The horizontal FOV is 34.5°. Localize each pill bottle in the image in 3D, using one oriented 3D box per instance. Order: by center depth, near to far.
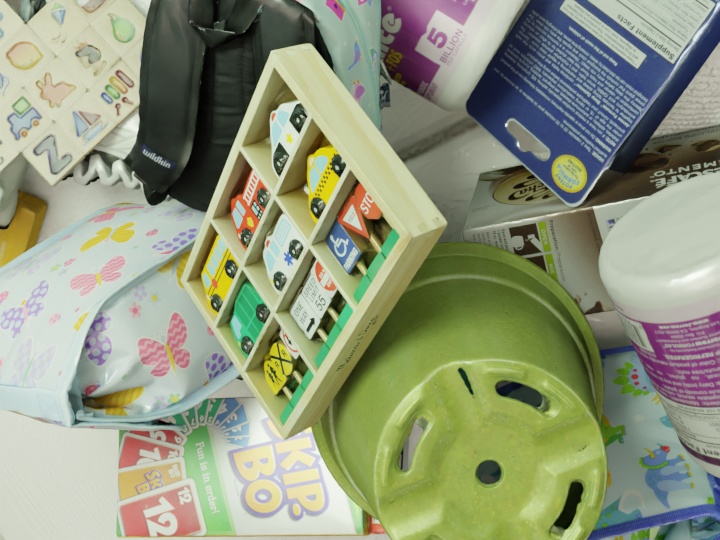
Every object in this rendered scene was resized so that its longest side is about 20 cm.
[{"bbox_3d":[0.229,0.053,0.690,0.111,0.113,0.201,-22,116,21],"label":"pill bottle"},{"bbox_3d":[0.005,-0.199,0.760,0.199,0.112,0.113,30,117,0],"label":"pill bottle"}]

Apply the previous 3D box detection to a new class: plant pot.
[{"bbox_3d":[0.064,0.092,0.675,0.198,0.190,0.203,0,96,-1],"label":"plant pot"}]

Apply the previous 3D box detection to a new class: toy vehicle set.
[{"bbox_3d":[-0.035,-0.008,0.642,0.125,0.026,0.201,53,141,20],"label":"toy vehicle set"}]

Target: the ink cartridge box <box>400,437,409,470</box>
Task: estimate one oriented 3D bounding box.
[{"bbox_3d":[-0.027,0.147,0.915,0.115,0.200,0.069,1,79,13],"label":"ink cartridge box"}]

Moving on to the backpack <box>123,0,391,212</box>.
[{"bbox_3d":[-0.057,-0.121,0.695,0.165,0.127,0.201,10,142,7],"label":"backpack"}]

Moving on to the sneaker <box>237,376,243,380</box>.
[{"bbox_3d":[-0.024,0.029,0.894,0.199,0.071,0.073,-37,101,24],"label":"sneaker"}]

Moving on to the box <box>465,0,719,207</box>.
[{"bbox_3d":[0.161,-0.152,0.744,0.121,0.032,0.201,47,114,31],"label":"box"}]

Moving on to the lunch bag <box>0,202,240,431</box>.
[{"bbox_3d":[-0.170,0.041,0.788,0.168,0.200,0.128,0,116,41],"label":"lunch bag"}]

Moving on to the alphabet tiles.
[{"bbox_3d":[-0.256,-0.144,0.841,0.200,0.008,0.167,-44,90,-2],"label":"alphabet tiles"}]

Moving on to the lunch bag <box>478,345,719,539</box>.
[{"bbox_3d":[0.163,0.158,0.844,0.199,0.171,0.127,-36,122,25],"label":"lunch bag"}]

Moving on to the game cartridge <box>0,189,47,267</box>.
[{"bbox_3d":[-0.379,-0.025,0.978,0.198,0.032,0.177,27,117,1],"label":"game cartridge"}]

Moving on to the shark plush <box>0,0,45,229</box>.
[{"bbox_3d":[-0.284,-0.110,0.864,0.083,0.091,0.201,24,106,-9],"label":"shark plush"}]

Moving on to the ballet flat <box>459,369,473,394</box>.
[{"bbox_3d":[0.012,0.073,0.878,0.071,0.198,0.070,-34,60,48],"label":"ballet flat"}]

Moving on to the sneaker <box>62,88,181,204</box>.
[{"bbox_3d":[-0.148,-0.098,0.870,0.198,0.075,0.082,11,107,8],"label":"sneaker"}]

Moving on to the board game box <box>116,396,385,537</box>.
[{"bbox_3d":[-0.075,0.137,0.811,0.198,0.030,0.097,-3,78,10],"label":"board game box"}]

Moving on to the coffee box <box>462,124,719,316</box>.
[{"bbox_3d":[0.179,-0.032,0.794,0.198,0.113,0.081,-10,112,18],"label":"coffee box"}]
